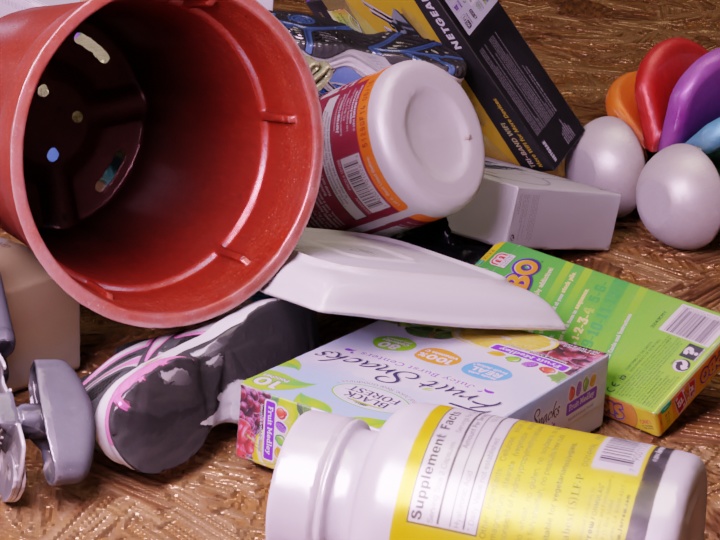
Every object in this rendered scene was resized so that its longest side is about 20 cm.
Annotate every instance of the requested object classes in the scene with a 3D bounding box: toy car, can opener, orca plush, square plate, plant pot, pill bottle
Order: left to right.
[{"bbox_3d":[-0.198,0.042,1.110,0.066,0.054,0.201,-1,49,-23],"label":"can opener"},{"bbox_3d":[-0.155,-0.081,1.195,0.199,0.203,0.195,-8,13,-31],"label":"plant pot"},{"bbox_3d":[-0.017,-0.069,1.388,0.199,0.110,0.109,-18,1,42],"label":"pill bottle"},{"bbox_3d":[0.000,0.000,1.250,0.197,0.029,0.199,6,9,-37],"label":"square plate"},{"bbox_3d":[0.052,-0.021,1.421,0.105,0.072,0.200,-9,22,-31],"label":"orca plush"},{"bbox_3d":[0.060,0.125,0.948,0.198,0.112,0.111,10,20,18],"label":"pill bottle"},{"bbox_3d":[0.276,-0.110,1.593,0.174,0.151,0.200,-9,23,-33],"label":"toy car"}]

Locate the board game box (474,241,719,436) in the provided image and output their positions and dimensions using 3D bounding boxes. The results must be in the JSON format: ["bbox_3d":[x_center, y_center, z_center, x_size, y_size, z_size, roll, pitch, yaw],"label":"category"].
[{"bbox_3d":[0.140,0.040,1.281,0.199,0.030,0.095,23,53,38],"label":"board game box"}]

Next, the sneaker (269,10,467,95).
[{"bbox_3d":[-0.021,-0.147,1.505,0.198,0.078,0.076,13,25,-6],"label":"sneaker"}]

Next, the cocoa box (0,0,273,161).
[{"bbox_3d":[-0.188,-0.166,1.602,0.199,0.132,0.133,-12,26,-38],"label":"cocoa box"}]

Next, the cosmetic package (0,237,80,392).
[{"bbox_3d":[-0.275,0.040,1.192,0.105,0.072,0.199,17,24,33],"label":"cosmetic package"}]

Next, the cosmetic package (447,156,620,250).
[{"bbox_3d":[0.080,-0.063,1.534,0.199,0.052,0.150,19,9,36],"label":"cosmetic package"}]

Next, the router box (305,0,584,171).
[{"bbox_3d":[0.068,-0.167,1.601,0.157,0.200,0.052,-1,43,53],"label":"router box"}]

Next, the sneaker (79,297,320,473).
[{"bbox_3d":[-0.103,0.059,1.167,0.086,0.081,0.199,5,11,37],"label":"sneaker"}]

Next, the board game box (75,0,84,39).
[{"bbox_3d":[-0.130,-0.147,1.510,0.199,0.160,0.039,-5,-4,-37],"label":"board game box"}]

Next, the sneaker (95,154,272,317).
[{"bbox_3d":[-0.123,-0.004,1.349,0.199,0.081,0.076,33,27,18],"label":"sneaker"}]

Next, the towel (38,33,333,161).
[{"bbox_3d":[-0.132,-0.128,1.382,0.199,0.037,0.148,26,55,31],"label":"towel"}]

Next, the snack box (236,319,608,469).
[{"bbox_3d":[0.041,0.079,1.162,0.141,0.053,0.200,14,21,31],"label":"snack box"}]
